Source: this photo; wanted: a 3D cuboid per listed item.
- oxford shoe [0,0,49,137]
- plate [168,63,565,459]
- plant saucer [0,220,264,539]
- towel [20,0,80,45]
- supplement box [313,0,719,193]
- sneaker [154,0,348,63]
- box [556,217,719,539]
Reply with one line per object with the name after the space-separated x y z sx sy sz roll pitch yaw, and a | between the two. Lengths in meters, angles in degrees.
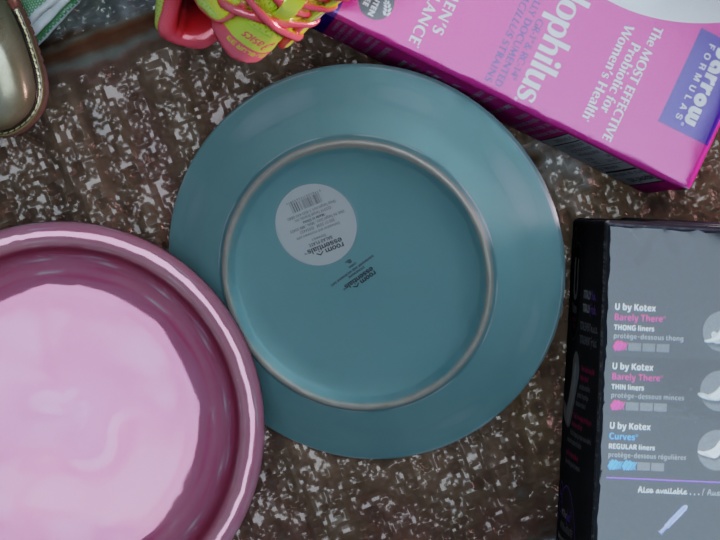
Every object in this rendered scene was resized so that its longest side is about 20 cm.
-0.225 -0.143 1.252 0.071 0.074 0.200 -38 93 15 | oxford shoe
0.000 0.000 1.291 0.199 0.026 0.202 3 107 11 | plate
-0.146 0.076 1.301 0.199 0.051 0.202 0 93 -2 | plant saucer
-0.205 -0.204 1.286 0.149 0.031 0.200 -43 94 12 | towel
0.085 -0.125 1.289 0.199 0.103 0.102 25 89 -6 | supplement box
-0.030 -0.137 1.198 0.078 0.199 0.091 23 77 -31 | sneaker
0.156 0.077 1.288 0.105 0.122 0.202 2 92 -3 | box
